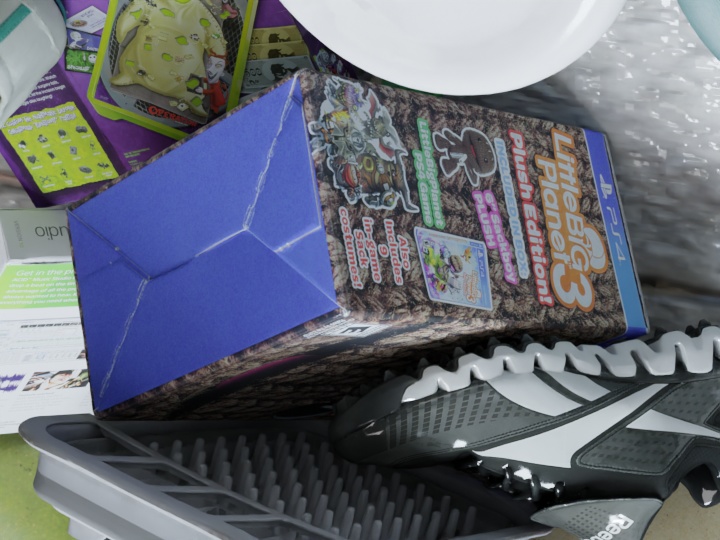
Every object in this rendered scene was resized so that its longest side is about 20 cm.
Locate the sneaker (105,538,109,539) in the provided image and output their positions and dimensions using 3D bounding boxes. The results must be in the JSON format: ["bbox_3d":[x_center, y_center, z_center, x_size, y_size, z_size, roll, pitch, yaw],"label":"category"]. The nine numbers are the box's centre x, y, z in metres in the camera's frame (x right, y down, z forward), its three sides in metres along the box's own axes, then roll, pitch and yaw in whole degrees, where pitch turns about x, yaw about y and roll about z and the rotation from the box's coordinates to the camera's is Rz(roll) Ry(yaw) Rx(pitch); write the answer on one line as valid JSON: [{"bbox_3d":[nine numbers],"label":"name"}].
[{"bbox_3d":[-0.050,0.124,0.879,0.198,0.088,0.076,-27,93,9],"label":"sneaker"}]

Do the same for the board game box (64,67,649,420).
[{"bbox_3d":[0.000,0.000,0.695,0.199,0.098,0.158,5,159,-46],"label":"board game box"}]

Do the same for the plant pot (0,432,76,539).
[{"bbox_3d":[-0.185,0.174,0.987,0.183,0.200,0.201,33,138,11],"label":"plant pot"}]

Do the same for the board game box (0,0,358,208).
[{"bbox_3d":[-0.102,-0.096,0.721,0.198,0.032,0.121,-8,129,33],"label":"board game box"}]

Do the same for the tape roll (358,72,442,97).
[{"bbox_3d":[-0.049,-0.128,0.717,0.198,0.048,0.202,15,136,15],"label":"tape roll"}]

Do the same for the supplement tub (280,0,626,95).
[{"bbox_3d":[0.050,-0.164,0.519,0.130,0.201,0.133,15,135,15],"label":"supplement tub"}]

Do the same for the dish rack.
[{"bbox_3d":[-0.030,0.103,0.667,0.170,0.199,0.044,18,99,35],"label":"dish rack"}]

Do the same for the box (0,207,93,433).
[{"bbox_3d":[-0.159,0.031,0.872,0.143,0.037,0.200,-2,151,-34],"label":"box"}]

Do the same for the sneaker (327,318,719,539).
[{"bbox_3d":[0.084,0.075,0.659,0.197,0.092,0.066,-5,165,-23],"label":"sneaker"}]

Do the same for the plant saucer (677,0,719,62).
[{"bbox_3d":[0.206,-0.120,0.597,0.198,0.039,0.203,14,135,14],"label":"plant saucer"}]

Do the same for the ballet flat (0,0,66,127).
[{"bbox_3d":[-0.202,-0.065,0.736,0.069,0.070,0.200,40,136,-12],"label":"ballet flat"}]

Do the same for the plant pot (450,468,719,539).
[{"bbox_3d":[0.140,0.124,0.774,0.199,0.201,0.135,36,107,-8],"label":"plant pot"}]
